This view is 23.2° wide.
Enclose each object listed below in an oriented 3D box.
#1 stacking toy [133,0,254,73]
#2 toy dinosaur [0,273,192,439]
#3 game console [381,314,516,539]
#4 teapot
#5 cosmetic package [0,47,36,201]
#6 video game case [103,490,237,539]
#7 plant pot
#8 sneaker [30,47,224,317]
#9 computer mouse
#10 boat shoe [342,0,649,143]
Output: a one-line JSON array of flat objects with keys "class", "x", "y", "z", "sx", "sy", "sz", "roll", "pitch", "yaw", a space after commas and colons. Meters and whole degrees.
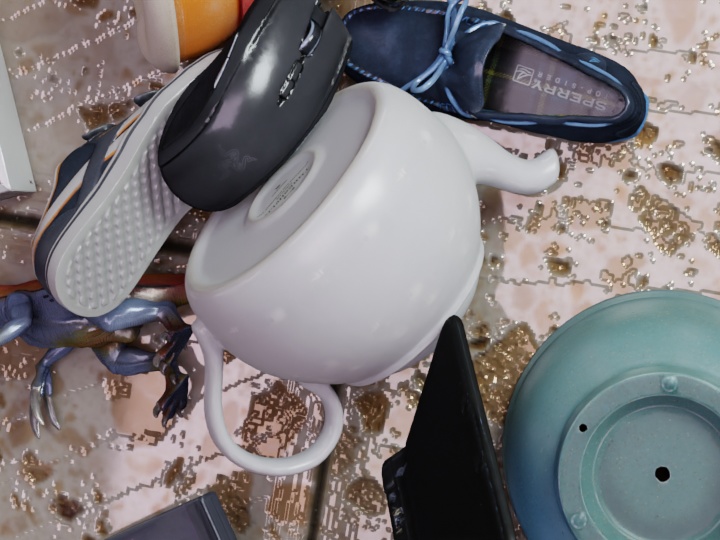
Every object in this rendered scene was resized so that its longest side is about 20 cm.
[{"class": "stacking toy", "x": -0.049, "y": -0.208, "z": 1.076, "sx": 0.198, "sy": 0.146, "sz": 0.147, "roll": -11, "pitch": 89, "yaw": -9}, {"class": "toy dinosaur", "x": -0.191, "y": 0.035, "z": 1.131, "sx": 0.181, "sy": 0.105, "sz": 0.200, "roll": 25, "pitch": 57, "yaw": 20}, {"class": "game console", "x": 0.082, "y": 0.158, "z": 0.969, "sx": 0.116, "sy": 0.201, "sz": 0.176, "roll": -40, "pitch": 121, "yaw": 21}, {"class": "teapot", "x": 0.000, "y": 0.000, "z": 1.039, "sx": 0.199, "sy": 0.198, "sz": 0.146, "roll": -30, "pitch": 117, "yaw": 36}, {"class": "cosmetic package", "x": -0.278, "y": -0.138, "z": 1.135, "sx": 0.082, "sy": 0.051, "sz": 0.202, "roll": -15, "pitch": 89, "yaw": 8}, {"class": "video game case", "x": -0.135, "y": 0.236, "z": 1.094, "sx": 0.199, "sy": 0.019, "sz": 0.144, "roll": -27, "pitch": 86, "yaw": 34}, {"class": "plant pot", "x": 0.176, "y": 0.114, "z": 1.022, "sx": 0.199, "sy": 0.134, "sz": 0.202, "roll": 0, "pitch": 91, "yaw": 10}, {"class": "sneaker", "x": -0.130, "y": -0.066, "z": 1.074, "sx": 0.200, "sy": 0.079, "sz": 0.079, "roll": -47, "pitch": 125, "yaw": -9}, {"class": "computer mouse", "x": -0.060, "y": -0.137, "z": 1.003, "sx": 0.140, "sy": 0.046, "sz": 0.200, "roll": 43, "pitch": 81, "yaw": -29}, {"class": "boat shoe", "x": 0.079, "y": -0.130, "z": 1.066, "sx": 0.198, "sy": 0.069, "sz": 0.085, "roll": 9, "pitch": 92, "yaw": 10}]
